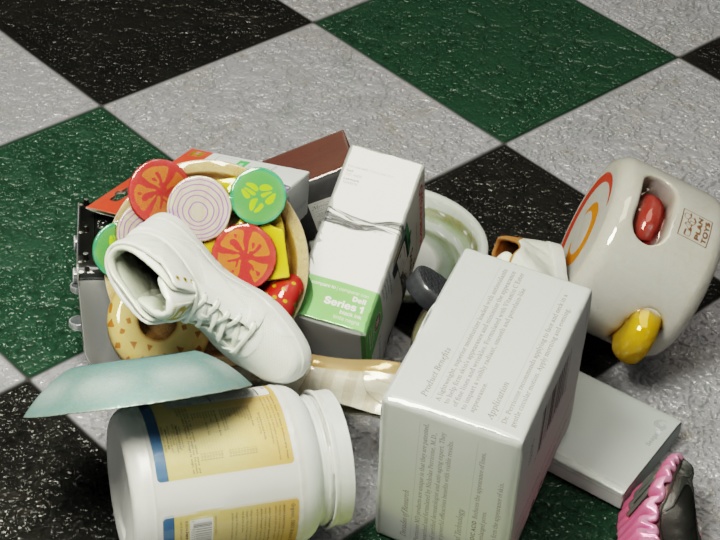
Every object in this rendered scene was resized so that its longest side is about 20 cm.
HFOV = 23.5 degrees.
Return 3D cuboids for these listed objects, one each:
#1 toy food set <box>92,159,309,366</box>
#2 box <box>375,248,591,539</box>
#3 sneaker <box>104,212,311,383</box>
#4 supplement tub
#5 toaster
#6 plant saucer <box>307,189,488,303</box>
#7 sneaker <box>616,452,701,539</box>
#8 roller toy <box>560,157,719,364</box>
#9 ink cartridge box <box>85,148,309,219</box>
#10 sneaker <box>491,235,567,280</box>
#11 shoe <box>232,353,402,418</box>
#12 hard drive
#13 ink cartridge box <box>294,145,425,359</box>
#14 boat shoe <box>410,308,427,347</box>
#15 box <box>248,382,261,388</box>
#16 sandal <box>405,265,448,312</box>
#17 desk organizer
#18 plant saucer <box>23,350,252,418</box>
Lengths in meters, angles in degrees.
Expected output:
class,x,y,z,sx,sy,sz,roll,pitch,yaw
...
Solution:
class,x,y,z,sx,sy,sz,roll,pitch,yaw
toy food set,-0.147,-0.008,1.607,0.198,0.200,0.049,-9,-1,-1
box,0.110,0.128,1.570,0.130,0.201,0.200,18,48,15
sneaker,-0.139,0.040,1.516,0.200,0.074,0.116,41,23,4
supplement tub,-0.116,0.179,1.534,0.198,0.146,0.145,-7,39,-17
toaster,-0.192,0.008,1.735,0.198,0.120,0.181,0,25,-9
plant saucer,0.039,-0.018,1.889,0.198,0.051,0.201,4,38,-3
sneaker,0.284,0.252,1.579,0.095,0.079,0.201,32,40,-3
roller toy,0.291,-0.011,1.796,0.139,0.184,0.200,25,13,-5
ink cartridge box,-0.161,-0.079,1.726,0.198,0.051,0.109,13,25,17
sneaker,0.166,0.033,1.718,0.084,0.073,0.201,15,29,-13
shoe,-0.042,0.108,1.621,0.198,0.070,0.054,3,77,28
hard drive,0.201,0.148,1.721,0.199,0.026,0.132,26,42,24
ink cartridge box,0.000,0.000,1.726,0.084,0.146,0.201,15,63,10
boat shoe,0.124,0.048,1.778,0.073,0.076,0.200,-1,28,38
box,-0.113,0.126,1.689,0.198,0.042,0.039,2,37,-5
sandal,0.121,0.070,1.705,0.200,0.043,0.076,38,20,-7
desk organizer,-0.092,-0.072,1.863,0.198,0.072,0.077,-21,36,4
plant saucer,-0.194,0.095,1.502,0.199,0.039,0.201,-8,-2,0
